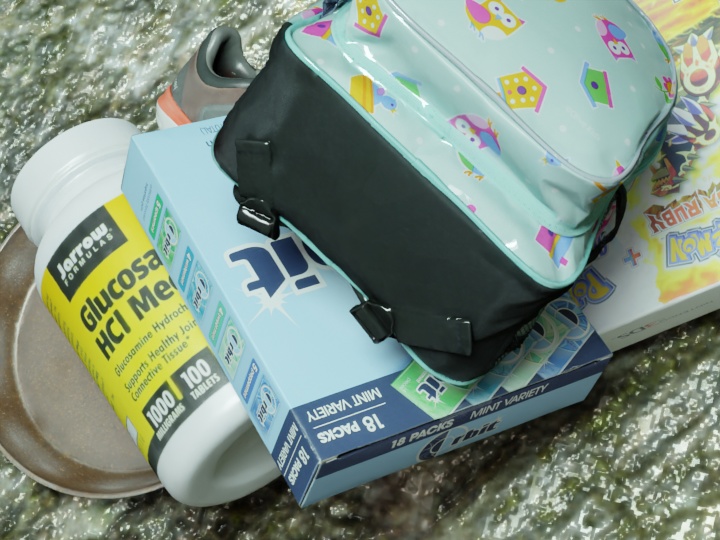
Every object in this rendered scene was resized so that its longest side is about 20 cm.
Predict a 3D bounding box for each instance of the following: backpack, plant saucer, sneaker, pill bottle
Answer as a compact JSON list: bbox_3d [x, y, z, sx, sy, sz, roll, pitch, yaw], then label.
[{"bbox_3d":[0.053,-0.075,0.690,0.176,0.200,0.153,40,124,2],"label":"backpack"},{"bbox_3d":[-0.136,0.037,0.880,0.200,0.034,0.201,-5,71,14],"label":"plant saucer"},{"bbox_3d":[-0.038,-0.072,0.847,0.200,0.077,0.082,39,115,24],"label":"sneaker"},{"bbox_3d":[-0.102,0.017,0.796,0.112,0.112,0.200,-39,66,2],"label":"pill bottle"}]

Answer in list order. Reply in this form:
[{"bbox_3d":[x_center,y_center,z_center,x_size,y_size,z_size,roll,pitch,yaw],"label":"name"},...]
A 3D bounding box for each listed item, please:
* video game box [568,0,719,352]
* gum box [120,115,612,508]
[{"bbox_3d":[0.124,-0.051,0.798,0.200,0.047,0.183,-25,69,24],"label":"video game box"},{"bbox_3d":[0.000,0.000,0.742,0.170,0.045,0.200,-17,58,-30],"label":"gum box"}]
